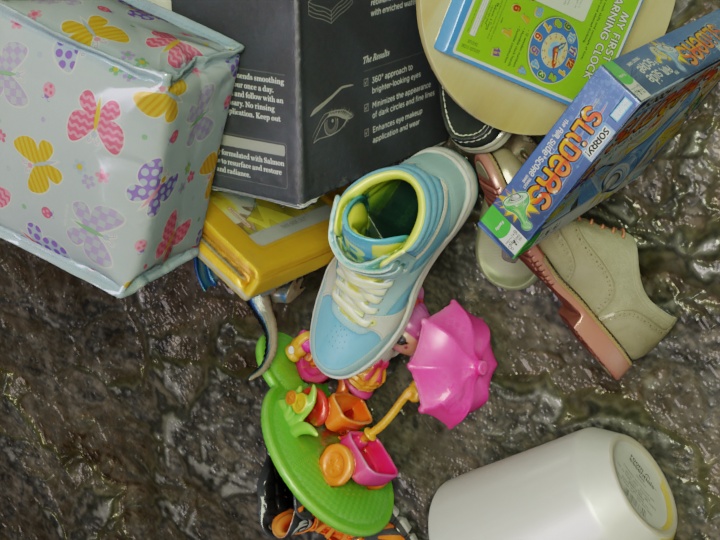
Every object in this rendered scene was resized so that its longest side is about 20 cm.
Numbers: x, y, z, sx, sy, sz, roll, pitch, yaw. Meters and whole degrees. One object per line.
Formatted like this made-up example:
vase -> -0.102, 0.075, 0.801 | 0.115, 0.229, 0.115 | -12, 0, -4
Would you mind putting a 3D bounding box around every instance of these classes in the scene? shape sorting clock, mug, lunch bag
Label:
shape sorting clock -> 0.124, -0.188, 0.914 | 0.039, 0.198, 0.202 | -141, 44, -62
mug -> 0.168, 0.200, 1.079 | 0.153, 0.186, 0.150 | -36, 53, 30
lunch bag -> -0.196, -0.107, 0.953 | 0.199, 0.127, 0.171 | 23, 118, 16

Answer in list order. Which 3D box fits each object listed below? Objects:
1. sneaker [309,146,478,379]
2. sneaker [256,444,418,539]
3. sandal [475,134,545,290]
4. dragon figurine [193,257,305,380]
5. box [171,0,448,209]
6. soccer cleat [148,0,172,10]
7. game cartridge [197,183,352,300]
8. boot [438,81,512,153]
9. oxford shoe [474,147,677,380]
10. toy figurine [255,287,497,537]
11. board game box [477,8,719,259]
sneaker -> 0.000, 0.000, 1.017 | 0.079, 0.130, 0.201 | 33, 109, 16
sneaker -> -0.027, 0.225, 1.217 | 0.077, 0.112, 0.201 | -35, 86, 39
sandal -> 0.119, -0.073, 1.034 | 0.079, 0.057, 0.203 | 17, 117, 29
dragon figurine -> -0.102, -0.009, 1.189 | 0.099, 0.059, 0.202 | 2, 86, 26
box -> -0.031, -0.174, 1.014 | 0.117, 0.196, 0.202 | 14, 115, 32
soccer cleat -> -0.106, -0.240, 1.043 | 0.068, 0.201, 0.085 | 29, 137, 2
game cartridge -> -0.088, -0.068, 1.092 | 0.176, 0.200, 0.033 | 42, 123, 14
boot -> 0.050, -0.192, 0.937 | 0.073, 0.153, 0.205 | -4, 79, 35
oxford shoe -> 0.154, -0.017, 1.008 | 0.074, 0.071, 0.200 | -37, 111, 2
toy figurine -> 0.024, 0.083, 1.143 | 0.184, 0.150, 0.201 | -40, 58, 25
board game box -> 0.168, -0.092, 0.901 | 0.034, 0.200, 0.136 | 45, 128, 12
